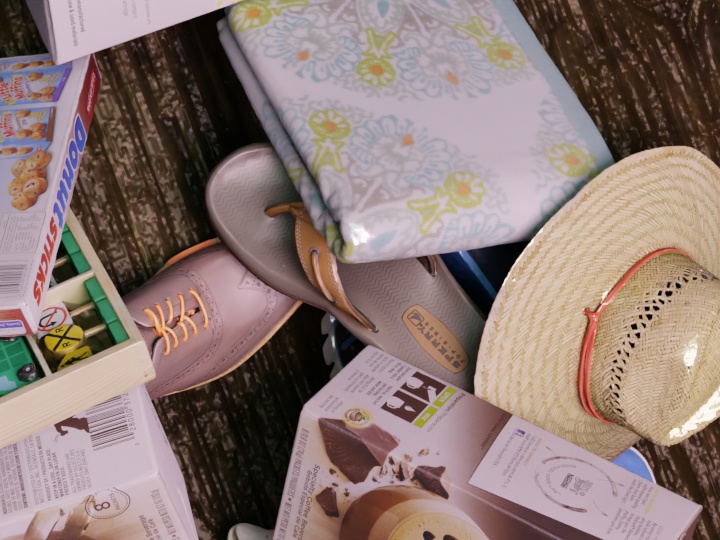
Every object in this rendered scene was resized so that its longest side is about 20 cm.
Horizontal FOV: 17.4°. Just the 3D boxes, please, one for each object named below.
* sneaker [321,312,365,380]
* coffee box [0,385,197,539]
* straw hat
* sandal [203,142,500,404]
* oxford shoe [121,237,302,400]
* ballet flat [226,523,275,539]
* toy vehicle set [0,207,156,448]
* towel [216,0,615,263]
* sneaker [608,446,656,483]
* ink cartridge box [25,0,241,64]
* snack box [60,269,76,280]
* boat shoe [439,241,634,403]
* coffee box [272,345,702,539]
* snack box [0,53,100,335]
[{"bbox_3d":[0.047,0.075,1.330,0.086,0.075,0.201,-17,81,-45],"label":"sneaker"},{"bbox_3d":[-0.192,0.134,1.212,0.199,0.113,0.080,-18,51,0],"label":"coffee box"},{"bbox_3d":[0.160,0.041,1.251,0.200,0.085,0.202,-22,127,-32],"label":"straw hat"},{"bbox_3d":[0.000,0.000,1.262,0.082,0.055,0.200,-41,76,-12],"label":"sandal"},{"bbox_3d":[-0.103,0.036,1.288,0.199,0.073,0.072,-33,93,-15],"label":"oxford shoe"},{"bbox_3d":[-0.080,0.174,1.289,0.199,0.072,0.072,-18,89,-11],"label":"ballet flat"},{"bbox_3d":[-0.195,0.015,1.220,0.124,0.200,0.027,-25,130,-10],"label":"toy vehicle set"},{"bbox_3d":[0.030,-0.086,1.281,0.170,0.048,0.201,-10,49,-23],"label":"towel"},{"bbox_3d":[0.143,0.194,1.309,0.076,0.111,0.202,12,83,-10],"label":"sneaker"},{"bbox_3d":[-0.101,-0.219,1.278,0.199,0.084,0.146,-21,62,-13],"label":"ink cartridge box"},{"bbox_3d":[-0.237,0.057,1.260,0.199,0.072,0.024,-28,92,-12],"label":"snack box"},{"bbox_3d":[0.099,0.004,1.339,0.069,0.084,0.200,-46,112,-8],"label":"boat shoe"},{"bbox_3d":[0.062,0.139,1.217,0.199,0.080,0.114,25,124,18],"label":"coffee box"},{"bbox_3d":[-0.187,-0.042,1.227,0.071,0.024,0.201,-5,43,11],"label":"snack box"}]
